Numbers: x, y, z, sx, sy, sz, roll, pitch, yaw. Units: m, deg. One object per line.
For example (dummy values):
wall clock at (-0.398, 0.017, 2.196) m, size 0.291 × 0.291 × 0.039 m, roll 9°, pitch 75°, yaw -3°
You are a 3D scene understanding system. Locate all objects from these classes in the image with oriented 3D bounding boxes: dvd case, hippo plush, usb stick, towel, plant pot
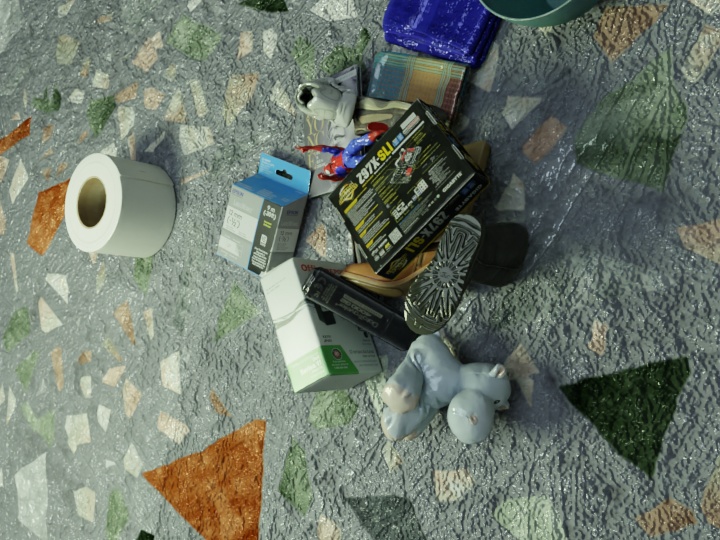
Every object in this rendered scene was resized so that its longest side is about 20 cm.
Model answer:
dvd case at (-0.048, -0.236, 1.347) m, size 0.148 × 0.016 × 0.203 m, roll -10°, pitch 79°, yaw 47°
hippo plush at (0.135, 0.179, 1.132) m, size 0.159 × 0.160 × 0.201 m, roll 17°, pitch 54°, yaw 20°
usb stick at (0.003, 0.061, 1.207) m, size 0.056 × 0.199 × 0.033 m, roll -57°, pitch 13°, yaw 14°
towel at (0.129, -0.410, 1.221) m, size 0.199 × 0.049 × 0.149 m, roll 30°, pitch 105°, yaw 36°
plant pot at (0.266, -0.418, 1.062) m, size 0.198 × 0.134 × 0.203 m, roll -4°, pitch 83°, yaw 37°
towel at (0.078, -0.271, 1.250) m, size 0.199 × 0.022 × 0.148 m, roll 23°, pitch 101°, yaw 44°

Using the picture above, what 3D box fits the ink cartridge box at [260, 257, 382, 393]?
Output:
ink cartridge box at (-0.063, 0.087, 1.264) m, size 0.083 × 0.146 × 0.202 m, roll -31°, pitch 69°, yaw 31°

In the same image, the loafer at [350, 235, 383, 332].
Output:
loafer at (0.000, 0.000, 1.264) m, size 0.072 × 0.062 × 0.203 m, roll 163°, pitch 111°, yaw -68°

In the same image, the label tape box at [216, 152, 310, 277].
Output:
label tape box at (-0.175, -0.101, 1.410) m, size 0.143 × 0.066 × 0.202 m, roll 25°, pitch 107°, yaw 37°

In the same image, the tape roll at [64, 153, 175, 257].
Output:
tape roll at (-0.502, -0.133, 1.628) m, size 0.201 × 0.138 × 0.205 m, roll -4°, pitch 84°, yaw 38°

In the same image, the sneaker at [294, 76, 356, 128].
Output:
sneaker at (-0.075, -0.287, 1.291) m, size 0.200 × 0.080 × 0.076 m, roll -144°, pitch 65°, yaw -63°

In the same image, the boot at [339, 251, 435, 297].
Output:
boot at (0.071, -0.041, 1.192) m, size 0.198 × 0.077 × 0.157 m, roll 1°, pitch 74°, yaw 24°

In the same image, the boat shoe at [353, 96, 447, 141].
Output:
boat shoe at (0.059, -0.226, 1.209) m, size 0.199 × 0.074 × 0.074 m, roll 23°, pitch 110°, yaw 52°

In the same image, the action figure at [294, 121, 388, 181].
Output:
action figure at (-0.036, -0.179, 1.227) m, size 0.200 × 0.098 × 0.066 m, roll 164°, pitch 99°, yaw -67°

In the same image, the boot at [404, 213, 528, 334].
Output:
boot at (0.151, 0.007, 1.070) m, size 0.072 × 0.200 × 0.183 m, roll 35°, pitch 101°, yaw 21°

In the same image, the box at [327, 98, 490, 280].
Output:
box at (0.062, -0.112, 1.091) m, size 0.200 × 0.049 × 0.160 m, roll -46°, pitch 54°, yaw 20°

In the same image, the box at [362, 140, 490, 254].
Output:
box at (0.101, -0.105, 1.163) m, size 0.162 × 0.021 × 0.201 m, roll -9°, pitch 44°, yaw 36°
